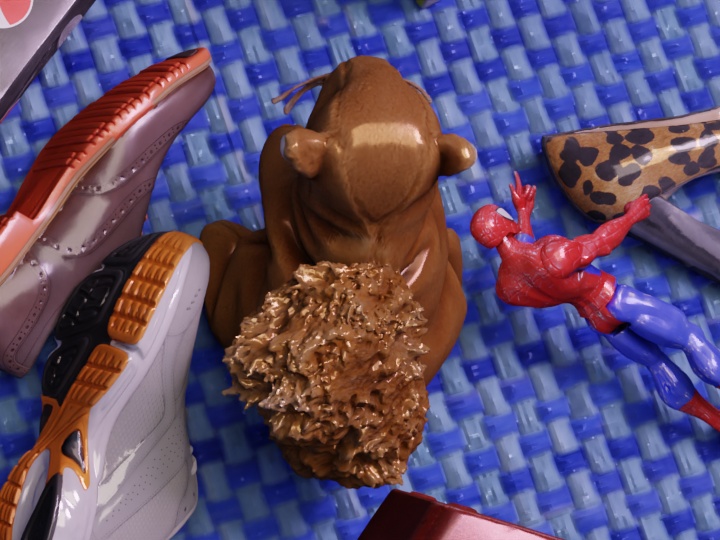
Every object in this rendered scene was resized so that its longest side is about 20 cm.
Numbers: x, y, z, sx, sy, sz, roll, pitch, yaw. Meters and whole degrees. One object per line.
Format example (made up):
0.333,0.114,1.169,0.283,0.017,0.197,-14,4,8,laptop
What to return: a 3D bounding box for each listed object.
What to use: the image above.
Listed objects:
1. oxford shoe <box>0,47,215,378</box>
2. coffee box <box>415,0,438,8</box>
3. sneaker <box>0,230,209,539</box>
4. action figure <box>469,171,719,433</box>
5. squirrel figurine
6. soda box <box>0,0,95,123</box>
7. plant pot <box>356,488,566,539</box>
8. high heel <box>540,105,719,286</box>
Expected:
-0.136,-0.032,1.493,0.200,0.071,0.073,-48,108,-15,oxford shoe
0.076,-0.293,1.533,0.197,0.200,0.200,-31,84,-18,coffee box
-0.113,0.080,1.450,0.092,0.076,0.201,25,88,-37,sneaker
0.141,0.003,1.524,0.200,0.065,0.099,30,51,-23,action figure
0.000,0.000,1.423,0.141,0.187,0.201,8,55,-9,squirrel figurine
-0.207,-0.101,1.483,0.063,0.071,0.200,36,70,-1,soda box
0.062,0.207,1.375,0.199,0.200,0.177,17,87,-8,plant pot
0.192,-0.102,1.574,0.142,0.071,0.200,29,80,-11,high heel
